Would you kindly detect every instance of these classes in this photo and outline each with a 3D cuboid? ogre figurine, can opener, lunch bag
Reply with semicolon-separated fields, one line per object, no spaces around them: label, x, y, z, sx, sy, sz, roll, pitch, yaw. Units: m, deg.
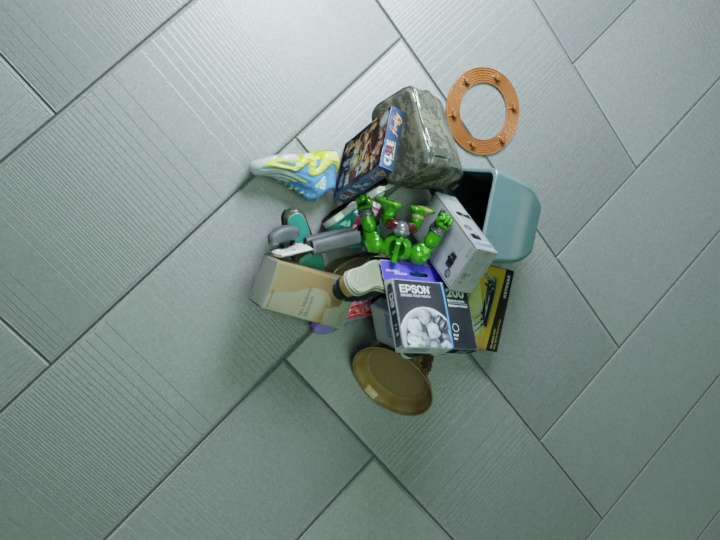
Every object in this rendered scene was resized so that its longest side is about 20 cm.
ogre figurine;0.080;-0.082;1.555;0.198;0.098;0.121;10;103;-18
can opener;-0.093;-0.068;1.513;0.199;0.053;0.067;-16;114;-29
lunch bag;0.134;-0.272;1.601;0.167;0.139;0.202;0;71;-47

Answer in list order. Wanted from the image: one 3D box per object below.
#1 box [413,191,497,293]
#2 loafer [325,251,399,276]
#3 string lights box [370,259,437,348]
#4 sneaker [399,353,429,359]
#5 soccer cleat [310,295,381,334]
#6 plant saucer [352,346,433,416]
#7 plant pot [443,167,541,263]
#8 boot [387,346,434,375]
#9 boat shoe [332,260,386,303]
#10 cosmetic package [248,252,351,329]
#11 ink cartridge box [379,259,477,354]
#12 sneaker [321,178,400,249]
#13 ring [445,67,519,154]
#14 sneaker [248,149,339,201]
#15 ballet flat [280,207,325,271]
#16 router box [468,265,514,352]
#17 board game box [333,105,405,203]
box;0.196;-0.061;1.591;0.060;0.201;0.117;9;124;-34
loafer;0.000;0.000;1.641;0.199;0.067;0.077;-26;106;-18
string lights box;0.112;0.066;1.631;0.200;0.059;0.103;-40;136;-33
sneaker;0.149;0.143;1.582;0.199;0.084;0.075;3;79;-55
soccer cleat;-0.015;0.085;1.640;0.199;0.076;0.067;-22;104;-20
plant saucer;0.076;0.236;1.653;0.201;0.199;0.035;57;47;-19
plant pot;0.292;-0.114;1.694;0.199;0.195;0.198;10;93;-35
boot;0.121;0.144;1.708;0.075;0.106;0.201;54;46;-42
boat shoe;0.010;0.025;1.525;0.200;0.062;0.075;-11;74;-59
cosmetic package;-0.115;0.044;1.526;0.199;0.071;0.106;16;97;-34
ink cartridge box;0.141;0.071;1.540;0.197;0.043;0.202;5;64;-34
sneaker;0.027;-0.111;1.628;0.199;0.084;0.121;-34;104;-8
ring;0.289;-0.371;1.745;0.199;0.019;0.202;-3;97;-24
sneaker;-0.131;-0.191;1.557;0.198;0.076;0.106;-10;101;-23
ballet flat;-0.121;-0.044;1.578;0.068;0.068;0.201;-23;117;-20
router box;0.267;0.082;1.774;0.156;0.052;0.202;10;93;-24
board game box;0.015;-0.231;1.527;0.034;0.200;0.137;20;67;-23
